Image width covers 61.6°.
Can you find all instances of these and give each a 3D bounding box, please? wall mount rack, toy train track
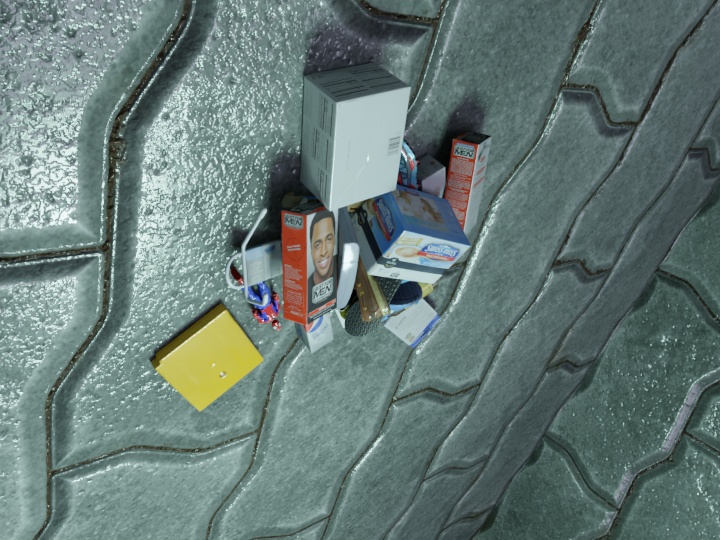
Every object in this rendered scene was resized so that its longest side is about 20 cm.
[{"bbox_3d":[-0.158,-0.039,1.106,0.199,0.073,0.179,-24,118,-55],"label":"wall mount rack"},{"bbox_3d":[-0.064,-0.141,1.169,0.196,0.033,0.115,-4,144,-35],"label":"toy train track"}]

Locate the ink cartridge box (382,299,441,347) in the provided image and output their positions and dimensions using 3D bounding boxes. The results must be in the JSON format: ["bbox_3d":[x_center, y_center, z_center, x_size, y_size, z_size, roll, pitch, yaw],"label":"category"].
[{"bbox_3d":[0.132,0.124,1.600,0.120,0.042,0.200,-48,141,1],"label":"ink cartridge box"}]

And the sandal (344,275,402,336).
[{"bbox_3d":[0.037,0.060,1.315,0.202,0.075,0.048,-55,176,15],"label":"sandal"}]

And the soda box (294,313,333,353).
[{"bbox_3d":[-0.109,0.083,1.298,0.063,0.068,0.203,-29,140,-21],"label":"soda box"}]

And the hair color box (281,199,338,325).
[{"bbox_3d":[-0.091,-0.016,1.104,0.101,0.060,0.206,-28,124,-53],"label":"hair color box"}]

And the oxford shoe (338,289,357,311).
[{"bbox_3d":[0.000,0.000,1.315,0.070,0.074,0.203,22,107,-33],"label":"oxford shoe"}]

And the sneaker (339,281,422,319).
[{"bbox_3d":[0.049,0.074,1.396,0.195,0.076,0.083,-16,151,2],"label":"sneaker"}]

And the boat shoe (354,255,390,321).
[{"bbox_3d":[-0.005,0.008,1.239,0.066,0.204,0.072,-24,164,3],"label":"boat shoe"}]

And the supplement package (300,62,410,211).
[{"bbox_3d":[-0.014,-0.237,1.063,0.153,0.111,0.204,-21,137,-29],"label":"supplement package"}]

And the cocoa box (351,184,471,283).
[{"bbox_3d":[0.099,-0.073,1.224,0.197,0.136,0.131,9,137,-40],"label":"cocoa box"}]

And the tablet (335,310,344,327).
[{"bbox_3d":[0.021,0.043,1.437,0.198,0.014,0.131,-38,142,-13],"label":"tablet"}]

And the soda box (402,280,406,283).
[{"bbox_3d":[0.117,-0.026,1.391,0.198,0.067,0.065,-17,137,-52],"label":"soda box"}]

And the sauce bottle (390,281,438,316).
[{"bbox_3d":[0.097,0.067,1.468,0.198,0.065,0.065,-33,142,-13],"label":"sauce bottle"}]

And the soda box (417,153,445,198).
[{"bbox_3d":[0.147,-0.150,1.342,0.067,0.064,0.203,-31,141,-19],"label":"soda box"}]

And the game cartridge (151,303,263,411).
[{"bbox_3d":[-0.305,0.179,1.226,0.175,0.032,0.202,-38,140,-12],"label":"game cartridge"}]

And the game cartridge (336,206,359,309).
[{"bbox_3d":[-0.042,-0.022,1.189,0.040,0.135,0.202,-8,143,-18],"label":"game cartridge"}]

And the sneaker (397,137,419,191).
[{"bbox_3d":[0.065,-0.190,1.213,0.094,0.079,0.202,-34,141,-13],"label":"sneaker"}]

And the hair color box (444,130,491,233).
[{"bbox_3d":[0.230,-0.191,1.326,0.111,0.063,0.205,-38,139,-57],"label":"hair color box"}]

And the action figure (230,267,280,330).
[{"bbox_3d":[-0.197,0.059,1.209,0.065,0.051,0.202,-40,145,-16],"label":"action figure"}]
